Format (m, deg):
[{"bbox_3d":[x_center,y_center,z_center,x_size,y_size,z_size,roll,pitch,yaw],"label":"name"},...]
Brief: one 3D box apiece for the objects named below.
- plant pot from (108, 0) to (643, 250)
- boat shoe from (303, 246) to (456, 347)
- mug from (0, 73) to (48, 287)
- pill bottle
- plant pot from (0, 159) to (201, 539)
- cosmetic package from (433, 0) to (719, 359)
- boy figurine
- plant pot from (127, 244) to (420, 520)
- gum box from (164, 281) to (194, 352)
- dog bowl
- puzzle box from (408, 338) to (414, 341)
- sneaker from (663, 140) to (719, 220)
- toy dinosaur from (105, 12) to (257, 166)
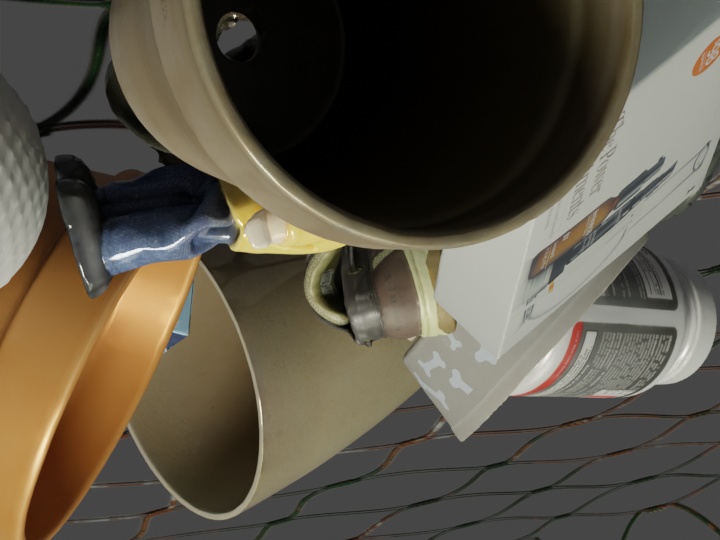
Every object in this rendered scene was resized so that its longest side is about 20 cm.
[{"bbox_3d":[-0.017,-0.103,0.946,0.199,0.201,0.173,-3,179,-30],"label":"plant pot"},{"bbox_3d":[0.000,0.000,1.282,0.064,0.074,0.200,-10,-175,-11],"label":"boat shoe"},{"bbox_3d":[-0.241,-0.051,1.043,0.199,0.149,0.175,15,180,23],"label":"mug"},{"bbox_3d":[0.160,0.033,1.677,0.116,0.117,0.199,-24,161,39],"label":"pill bottle"},{"bbox_3d":[-0.182,0.022,1.197,0.139,0.201,0.200,27,166,6],"label":"plant pot"},{"bbox_3d":[0.111,-0.059,1.096,0.151,0.052,0.200,-41,162,-21],"label":"cosmetic package"},{"bbox_3d":[-0.037,-0.041,1.070,0.199,0.065,0.124,-15,-159,1],"label":"boy figurine"},{"bbox_3d":[-0.031,0.034,1.457,0.199,0.188,0.187,-18,170,-31],"label":"plant pot"},{"bbox_3d":[-0.220,0.022,1.373,0.199,0.045,0.170,15,155,-22],"label":"gum box"},{"bbox_3d":[0.100,0.003,1.326,0.200,0.059,0.200,-50,178,-2],"label":"dog bowl"},{"bbox_3d":[0.072,-0.045,1.324,0.025,0.133,0.200,31,158,-2],"label":"puzzle box"},{"bbox_3d":[0.181,-0.091,1.369,0.081,0.074,0.200,16,155,-16],"label":"sneaker"},{"bbox_3d":[-0.077,-0.086,1.130,0.102,0.077,0.200,-29,166,12],"label":"toy dinosaur"}]
